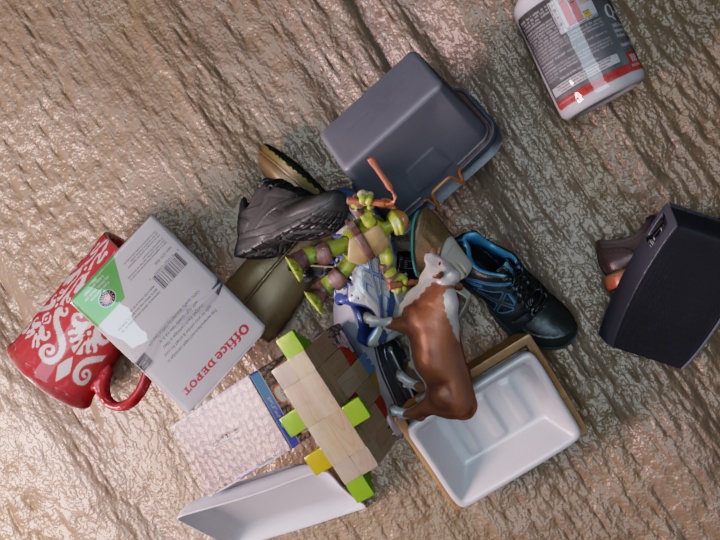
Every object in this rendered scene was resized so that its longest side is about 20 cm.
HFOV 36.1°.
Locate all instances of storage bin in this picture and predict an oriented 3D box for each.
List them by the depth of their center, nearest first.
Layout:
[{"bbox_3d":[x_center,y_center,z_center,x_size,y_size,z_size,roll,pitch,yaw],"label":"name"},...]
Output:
[{"bbox_3d":[0.057,-0.156,1.355,0.199,0.134,0.146,-41,49,9],"label":"storage bin"}]

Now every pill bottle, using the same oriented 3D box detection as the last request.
[{"bbox_3d":[0.258,-0.299,1.359,0.114,0.116,0.203,-26,88,8],"label":"pill bottle"}]

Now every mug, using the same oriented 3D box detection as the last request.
[{"bbox_3d":[-0.336,0.074,1.464,0.177,0.133,0.201,37,92,-15],"label":"mug"}]

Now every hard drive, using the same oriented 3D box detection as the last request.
[{"bbox_3d":[0.383,0.026,1.335,0.133,0.043,0.202,17,122,-5],"label":"hard drive"}]

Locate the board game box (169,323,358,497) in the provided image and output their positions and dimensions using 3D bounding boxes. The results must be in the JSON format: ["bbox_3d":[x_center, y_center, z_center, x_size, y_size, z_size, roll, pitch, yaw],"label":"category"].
[{"bbox_3d":[-0.104,0.169,1.360,0.159,0.199,0.098,-34,86,34],"label":"board game box"}]

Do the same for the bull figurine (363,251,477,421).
[{"bbox_3d":[0.077,0.083,1.297,0.120,0.065,0.204,-10,96,31],"label":"bull figurine"}]

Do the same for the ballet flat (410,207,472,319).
[{"bbox_3d":[0.103,0.014,1.373,0.071,0.068,0.203,17,129,25],"label":"ballet flat"}]

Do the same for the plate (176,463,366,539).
[{"bbox_3d":[-0.110,0.294,1.403,0.197,0.200,0.033,-19,63,8],"label":"plate"}]

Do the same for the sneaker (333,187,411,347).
[{"bbox_3d":[0.000,0.000,1.351,0.088,0.075,0.202,-33,106,-25],"label":"sneaker"}]

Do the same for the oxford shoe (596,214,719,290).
[{"bbox_3d":[0.389,-0.042,1.371,0.197,0.071,0.074,-21,84,9],"label":"oxford shoe"}]

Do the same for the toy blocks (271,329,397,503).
[{"bbox_3d":[-0.019,0.146,1.279,0.099,0.137,0.202,-32,92,23],"label":"toy blocks"}]

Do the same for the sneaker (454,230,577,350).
[{"bbox_3d":[0.190,0.027,1.387,0.199,0.082,0.074,35,68,4],"label":"sneaker"}]

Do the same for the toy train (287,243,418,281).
[{"bbox_3d":[0.004,-0.008,1.419,0.196,0.034,0.047,2,103,-9],"label":"toy train"}]

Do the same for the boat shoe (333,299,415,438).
[{"bbox_3d":[0.026,0.117,1.432,0.067,0.072,0.203,-22,88,-28],"label":"boat shoe"}]

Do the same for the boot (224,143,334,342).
[{"bbox_3d":[-0.121,-0.037,1.450,0.175,0.066,0.201,42,98,6],"label":"boot"}]

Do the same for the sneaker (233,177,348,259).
[{"bbox_3d":[-0.092,-0.074,1.344,0.198,0.075,0.093,-17,75,44],"label":"sneaker"}]

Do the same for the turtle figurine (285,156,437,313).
[{"bbox_3d":[-0.007,-0.034,1.277,0.160,0.201,0.065,-31,45,-5],"label":"turtle figurine"}]

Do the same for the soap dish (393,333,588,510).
[{"bbox_3d":[0.161,0.185,1.385,0.198,0.081,0.158,-32,109,8],"label":"soap dish"}]

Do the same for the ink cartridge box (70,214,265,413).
[{"bbox_3d":[-0.238,0.055,1.370,0.200,0.084,0.146,46,79,-10],"label":"ink cartridge box"}]
